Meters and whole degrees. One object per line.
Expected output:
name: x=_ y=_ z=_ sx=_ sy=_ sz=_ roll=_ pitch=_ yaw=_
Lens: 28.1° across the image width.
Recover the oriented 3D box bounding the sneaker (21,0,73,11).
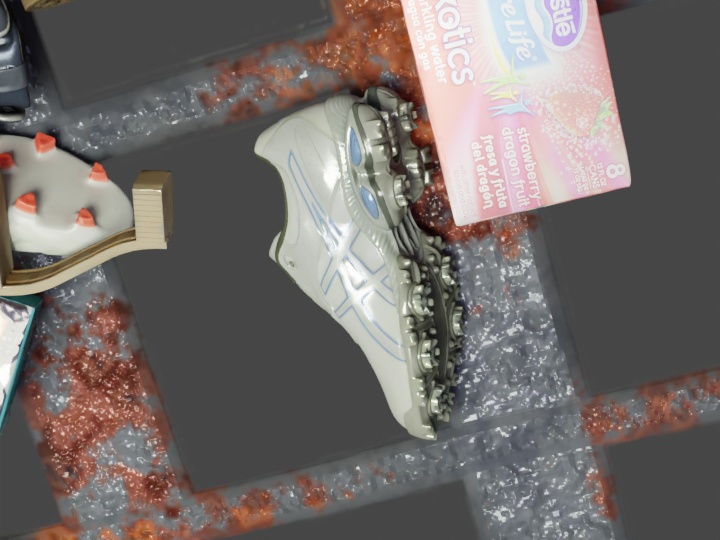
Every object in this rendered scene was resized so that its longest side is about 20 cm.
sneaker: x=-0.102 y=-0.214 z=0.744 sx=0.199 sy=0.067 sz=0.090 roll=-23 pitch=95 yaw=12

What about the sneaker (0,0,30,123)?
sneaker: x=-0.248 y=-0.085 z=0.727 sx=0.145 sy=0.203 sz=0.077 roll=5 pitch=135 yaw=-2

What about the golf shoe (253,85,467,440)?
golf shoe: x=0.000 y=0.000 z=0.810 sx=0.097 sy=0.078 sz=0.201 roll=-8 pitch=103 yaw=24

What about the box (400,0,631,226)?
box: x=0.070 y=-0.138 z=0.734 sx=0.094 sy=0.103 sz=0.201 roll=-13 pitch=106 yaw=8

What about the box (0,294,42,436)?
box: x=-0.284 y=0.028 z=0.792 sx=0.199 sy=0.049 sz=0.083 roll=17 pitch=92 yaw=-9

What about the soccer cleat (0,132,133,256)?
soccer cleat: x=-0.227 y=-0.041 z=0.811 sx=0.199 sy=0.070 sz=0.078 roll=12 pitch=138 yaw=-7

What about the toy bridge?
toy bridge: x=-0.198 y=-0.021 z=0.762 sx=0.198 sy=0.027 sz=0.068 roll=1 pitch=118 yaw=2
